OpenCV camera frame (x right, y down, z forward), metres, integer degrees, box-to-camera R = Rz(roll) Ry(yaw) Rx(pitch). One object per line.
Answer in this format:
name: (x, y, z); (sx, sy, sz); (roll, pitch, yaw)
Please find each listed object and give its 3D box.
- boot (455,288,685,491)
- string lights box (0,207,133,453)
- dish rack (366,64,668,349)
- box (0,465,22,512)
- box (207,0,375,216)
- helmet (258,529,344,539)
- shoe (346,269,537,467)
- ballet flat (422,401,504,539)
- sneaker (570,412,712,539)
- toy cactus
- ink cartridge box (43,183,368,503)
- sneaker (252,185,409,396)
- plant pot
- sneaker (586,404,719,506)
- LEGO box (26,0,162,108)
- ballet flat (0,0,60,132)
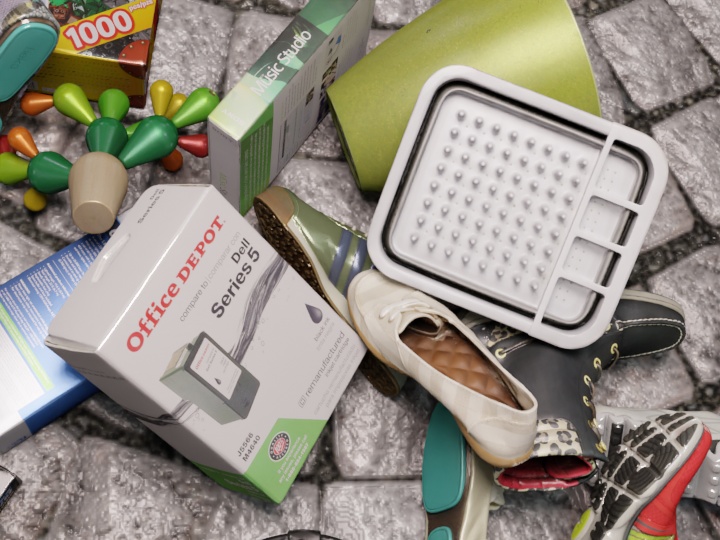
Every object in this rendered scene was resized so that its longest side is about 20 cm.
boot: (0.179, 0.095, 0.845); (0.201, 0.074, 0.155); (-3, 48, -8)
string lights box: (-0.222, 0.041, 0.837); (0.199, 0.059, 0.103); (-33, 79, -20)
dish rack: (0.119, -0.050, 0.824); (0.198, 0.044, 0.173); (21, 98, 1)
box: (-0.369, 0.193, 0.760); (0.159, 0.049, 0.201); (31, 67, -1)
box: (-0.056, -0.152, 0.893); (0.036, 0.145, 0.201); (32, 67, 7)
helmet: (-0.044, 0.297, 0.709); (0.197, 0.192, 0.201); (6, 34, -4)
shoe: (0.061, 0.058, 0.791); (0.070, 0.054, 0.200); (-29, 56, -25)
ballet flat: (0.082, 0.200, 0.843); (0.069, 0.070, 0.202); (10, 71, -7)
sneaker: (0.222, 0.203, 0.834); (0.084, 0.077, 0.201); (26, 102, -11)
toy cactus: (-0.206, -0.084, 0.849); (0.197, 0.103, 0.166); (-8, 40, 0)
ink cartridge box: (-0.107, 0.054, 0.787); (0.200, 0.084, 0.146); (47, 63, -34)
sneaker: (0.000, 0.000, 0.893); (0.090, 0.067, 0.201); (-35, 85, -21)
plant pot: (0.077, -0.145, 0.912); (0.198, 0.187, 0.189); (-21, 75, -2)
sneaker: (0.259, 0.149, 0.891); (0.198, 0.076, 0.081); (12, 25, 8)
LEGO box: (-0.273, -0.237, 0.919); (0.197, 0.077, 0.151); (7, 69, -8)
ballet flat: (-0.308, -0.145, 0.844); (0.072, 0.200, 0.072); (36, 25, -20)
